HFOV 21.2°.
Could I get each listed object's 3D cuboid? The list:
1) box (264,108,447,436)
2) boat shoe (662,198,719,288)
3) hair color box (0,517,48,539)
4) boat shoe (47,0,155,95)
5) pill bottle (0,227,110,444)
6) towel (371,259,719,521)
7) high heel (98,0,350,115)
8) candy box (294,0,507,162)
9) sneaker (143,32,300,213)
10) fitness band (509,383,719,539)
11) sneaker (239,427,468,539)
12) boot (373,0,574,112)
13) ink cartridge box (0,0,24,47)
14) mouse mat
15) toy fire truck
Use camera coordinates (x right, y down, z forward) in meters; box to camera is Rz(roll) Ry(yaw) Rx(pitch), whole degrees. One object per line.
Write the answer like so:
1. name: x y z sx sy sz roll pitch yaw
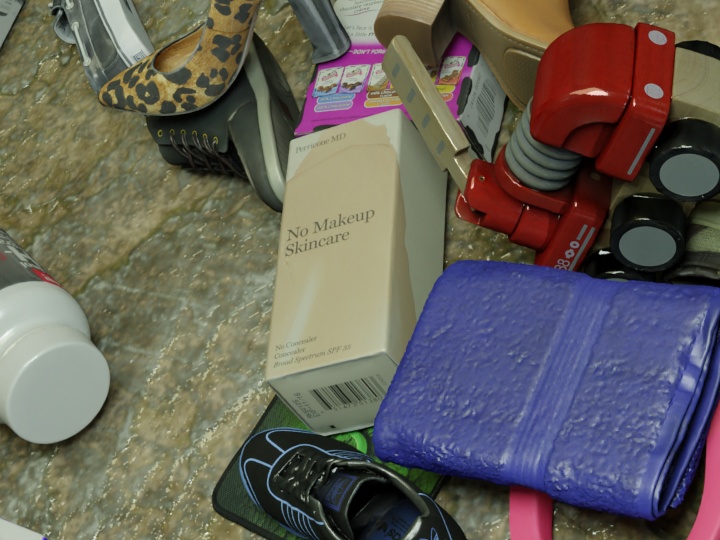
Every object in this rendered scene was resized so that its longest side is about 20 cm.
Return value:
1. box: 0.000 0.000 1.282 0.094 0.078 0.201 -16 50 23
2. boat shoe: 0.259 0.017 1.128 0.065 0.073 0.200 -57 36 -4
3. hair color box: -0.293 0.216 1.323 0.199 0.065 0.110 14 66 36
4. boat shoe: -0.229 -0.220 1.608 0.068 0.072 0.201 -32 53 5
5. pill bottle: -0.265 0.042 1.402 0.111 0.111 0.200 -46 46 -6
6. towel: 0.116 0.069 1.142 0.199 0.050 0.148 9 61 34
7. high heel: -0.121 -0.191 1.370 0.199 0.143 0.072 -16 37 16
8. candy box: 0.045 -0.167 1.398 0.136 0.061 0.201 -2 57 30
9. sneaker: -0.096 -0.088 1.427 0.106 0.075 0.200 -33 36 12
10. fitness band: 0.158 0.115 1.139 0.143 0.037 0.201 -13 51 27
11. sneaker: -0.012 0.137 1.187 0.199 0.078 0.070 23 71 40
12. boot: 0.123 -0.188 1.314 0.199 0.077 0.156 19 58 18
13. ink cartridge box: -0.377 -0.250 1.707 0.144 0.084 0.201 3 59 34
14. mouse mat: 0.004 0.098 1.265 0.160 0.008 0.201 19 68 40
15. toy fire truck: 0.110 -0.087 1.175 0.199 0.176 0.129 17 48 -6
